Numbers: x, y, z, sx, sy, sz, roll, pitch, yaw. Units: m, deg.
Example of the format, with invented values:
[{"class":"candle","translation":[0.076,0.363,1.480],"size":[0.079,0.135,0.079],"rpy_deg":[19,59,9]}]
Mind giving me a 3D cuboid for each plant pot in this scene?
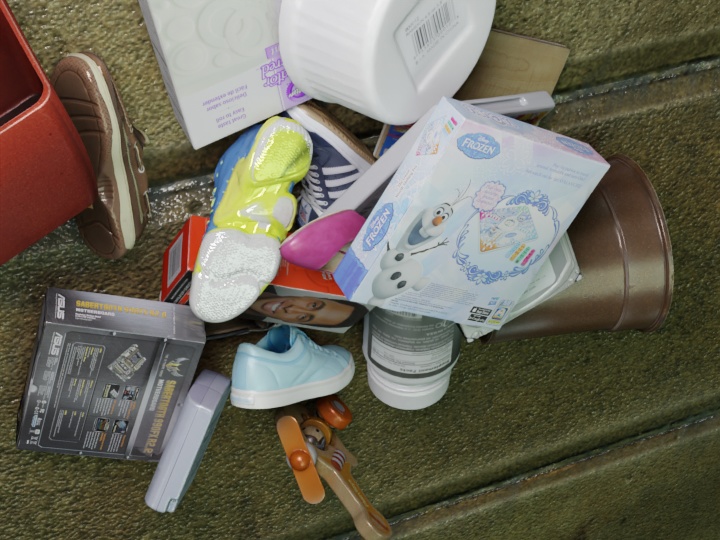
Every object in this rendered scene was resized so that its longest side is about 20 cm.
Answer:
[{"class":"plant pot","translation":[0.210,-0.012,1.585],"size":[0.197,0.201,0.201],"rpy_deg":[-11,136,-14]},{"class":"plant pot","translation":[-0.321,-0.106,1.145],"size":[0.199,0.201,0.176],"rpy_deg":[-34,150,1]}]

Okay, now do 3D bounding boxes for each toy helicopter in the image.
[{"class":"toy helicopter","translation":[-0.033,0.228,1.643],"size":[0.079,0.200,0.132],"rpy_deg":[-44,156,14]}]

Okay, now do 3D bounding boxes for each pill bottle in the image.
[{"class":"pill bottle","translation":[0.058,0.052,1.596],"size":[0.113,0.114,0.201],"rpy_deg":[-17,138,-18]}]

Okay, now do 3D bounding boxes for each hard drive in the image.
[{"class":"hard drive","translation":[0.131,-0.032,1.417],"size":[0.139,0.038,0.201],"rpy_deg":[-29,132,-3]}]

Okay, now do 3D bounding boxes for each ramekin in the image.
[{"class":"ramekin","translation":[0.031,-0.226,1.267],"size":[0.200,0.097,0.202],"rpy_deg":[-35,141,-33]}]

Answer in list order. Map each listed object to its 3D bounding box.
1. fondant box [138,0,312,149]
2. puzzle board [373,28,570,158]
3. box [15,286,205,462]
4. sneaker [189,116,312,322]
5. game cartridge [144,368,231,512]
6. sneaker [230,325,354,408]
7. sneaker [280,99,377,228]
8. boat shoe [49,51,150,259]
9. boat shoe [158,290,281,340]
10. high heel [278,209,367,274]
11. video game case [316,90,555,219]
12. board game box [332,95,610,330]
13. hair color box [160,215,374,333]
[{"class":"fondant box","translation":[-0.112,-0.220,1.262],"size":[0.143,0.058,0.201],"rpy_deg":[-25,140,-11]},{"class":"puzzle board","translation":[0.112,-0.173,1.463],"size":[0.199,0.017,0.152],"rpy_deg":[4,117,-39]},{"class":"box","translation":[-0.253,0.109,1.451],"size":[0.157,0.049,0.201],"rpy_deg":[7,134,-17]},{"class":"sneaker","translation":[-0.108,-0.051,1.350],"size":[0.075,0.105,0.201],"rpy_deg":[27,93,-24]},{"class":"game cartridge","translation":[-0.175,0.171,1.509],"size":[0.040,0.200,0.134],"rpy_deg":[26,91,-1]},{"class":"sneaker","translation":[-0.066,0.093,1.569],"size":[0.200,0.073,0.083],"rpy_deg":[-16,113,-60]},{"class":"sneaker","translation":[-0.043,-0.092,1.423],"size":[0.108,0.070,0.200],"rpy_deg":[-42,142,8]},{"class":"boat shoe","translation":[-0.228,-0.112,1.298],"size":[0.075,0.074,0.204],"rpy_deg":[-46,146,-43]},{"class":"boat shoe","translation":[-0.109,0.035,1.510],"size":[0.199,0.061,0.074],"rpy_deg":[-2,133,-31]},{"class":"high heel","translation":[0.000,0.000,1.346],"size":[0.067,0.096,0.200],"rpy_deg":[-35,165,22]},{"class":"video game case","translation":[0.069,-0.101,1.387],"size":[0.181,0.023,0.200],"rpy_deg":[-14,158,-48]},{"class":"board game box","translation":[0.103,-0.046,1.323],"size":[0.199,0.043,0.200],"rpy_deg":[12,120,-41]},{"class":"hair color box","translation":[-0.088,0.006,1.431],"size":[0.198,0.062,0.101],"rpy_deg":[9,156,-20]}]
